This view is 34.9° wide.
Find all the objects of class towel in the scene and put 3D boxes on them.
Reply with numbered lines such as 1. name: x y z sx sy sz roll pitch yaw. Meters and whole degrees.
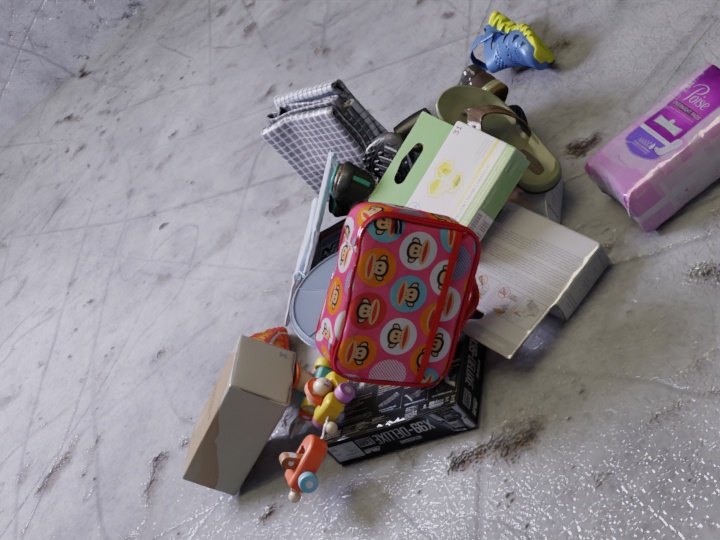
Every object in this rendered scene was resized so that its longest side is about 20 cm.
1. towel: -0.038 -0.187 1.740 0.165 0.200 0.086 -4 49 47

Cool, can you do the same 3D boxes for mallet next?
1. mallet: 0.110 -0.183 1.734 0.066 0.041 0.200 -37 37 5

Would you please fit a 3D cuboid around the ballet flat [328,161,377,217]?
1. ballet flat: -0.010 -0.105 1.605 0.200 0.068 0.068 132 154 -87

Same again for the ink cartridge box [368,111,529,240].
1. ink cartridge box: 0.097 -0.118 1.436 0.200 0.048 0.146 33 91 41

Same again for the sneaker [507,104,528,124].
1. sneaker: 0.164 -0.171 1.573 0.077 0.076 0.200 -2 25 44

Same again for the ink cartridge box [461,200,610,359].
1. ink cartridge box: 0.169 0.008 1.378 0.200 0.045 0.176 30 77 42

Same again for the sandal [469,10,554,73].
1. sandal: 0.227 -0.332 1.746 0.087 0.079 0.200 -45 23 3

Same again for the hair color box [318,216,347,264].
1. hair color box: 0.000 0.000 1.604 0.111 0.064 0.200 -29 35 19

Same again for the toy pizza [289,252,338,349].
1. toy pizza: 0.008 0.039 1.458 0.199 0.032 0.201 -11 41 9

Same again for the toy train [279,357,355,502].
1. toy train: -0.070 0.180 1.388 0.151 0.055 0.200 -60 15 9

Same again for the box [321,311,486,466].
1. box: 0.054 0.139 1.390 0.199 0.050 0.158 -22 37 30

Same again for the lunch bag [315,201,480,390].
1. lunch bag: 0.053 0.031 1.294 0.082 0.175 0.201 -138 59 -64

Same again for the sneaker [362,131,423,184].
1. sneaker: 0.054 -0.158 1.617 0.074 0.200 0.080 23 80 12

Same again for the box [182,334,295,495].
1. box: -0.154 0.185 1.451 0.095 0.077 0.200 -84 18 -49

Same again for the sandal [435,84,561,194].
1. sandal: 0.179 -0.178 1.464 0.080 0.057 0.201 -45 64 -8

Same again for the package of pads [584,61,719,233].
1. package of pads: 0.375 -0.144 1.350 0.200 0.076 0.121 -39 34 6

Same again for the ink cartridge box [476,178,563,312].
1. ink cartridge box: 0.175 -0.040 1.471 0.162 0.050 0.201 -21 34 31

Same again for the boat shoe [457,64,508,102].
1. boat shoe: 0.161 -0.238 1.617 0.072 0.066 0.201 -34 -7 -7

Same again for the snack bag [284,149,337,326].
1. snack bag: -0.074 -0.048 1.669 0.189 0.021 0.201 -80 5 -45

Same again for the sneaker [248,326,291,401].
1. sneaker: -0.128 0.133 1.584 0.073 0.077 0.200 -18 19 5
